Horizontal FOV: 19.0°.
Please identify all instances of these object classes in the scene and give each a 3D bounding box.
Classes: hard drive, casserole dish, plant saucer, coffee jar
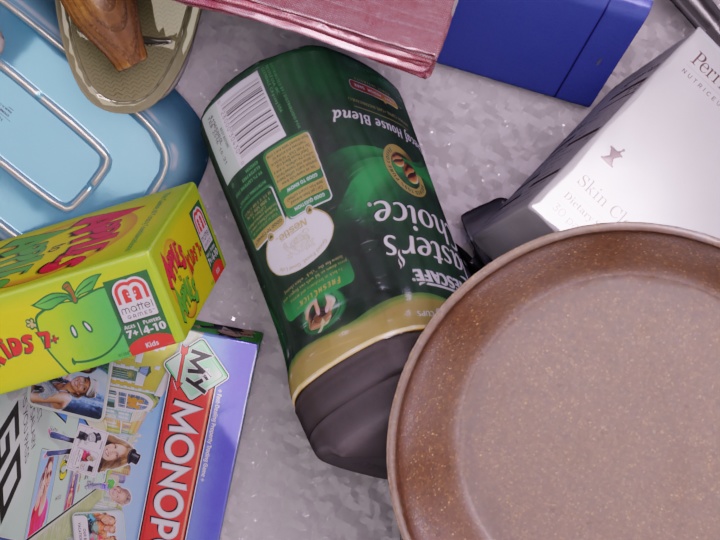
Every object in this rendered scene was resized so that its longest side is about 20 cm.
[{"bbox_3d":[0.028,-0.135,1.009,0.199,0.132,0.025,16,74,-2],"label":"hard drive"},{"bbox_3d":[-0.168,-0.074,1.070,0.200,0.039,0.121,40,99,-5],"label":"casserole dish"},{"bbox_3d":[0.112,0.076,0.891,0.200,0.037,0.201,2,102,9],"label":"plant saucer"},{"bbox_3d":[0.000,0.000,1.000,0.085,0.104,0.200,-33,61,23],"label":"coffee jar"}]

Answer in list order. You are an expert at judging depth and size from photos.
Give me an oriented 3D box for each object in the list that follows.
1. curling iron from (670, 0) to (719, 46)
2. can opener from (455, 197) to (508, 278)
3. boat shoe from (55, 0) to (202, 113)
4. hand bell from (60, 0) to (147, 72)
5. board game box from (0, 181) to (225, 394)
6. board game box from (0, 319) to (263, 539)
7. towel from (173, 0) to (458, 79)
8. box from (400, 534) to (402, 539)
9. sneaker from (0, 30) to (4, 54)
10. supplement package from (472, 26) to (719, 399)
[{"bbox_3d":[0.107,-0.179,1.039,0.200,0.026,0.050,44,90,0],"label":"curling iron"},{"bbox_3d":[0.091,0.064,1.077,0.078,0.063,0.200,-27,100,20],"label":"can opener"},{"bbox_3d":[-0.109,-0.177,1.031,0.074,0.068,0.201,1,99,0],"label":"boat shoe"},{"bbox_3d":[-0.149,-0.181,0.966,0.104,0.104,0.200,-26,101,6],"label":"hand bell"},{"bbox_3d":[-0.172,0.021,1.021,0.199,0.102,0.048,-17,106,13],"label":"board game box"},{"bbox_3d":[-0.135,0.116,1.111,0.134,0.029,0.201,12,101,0],"label":"board game box"},{"bbox_3d":[-0.010,-0.182,0.940,0.144,0.023,0.200,18,59,1],"label":"towel"},{"bbox_3d":[0.039,0.171,1.013,0.038,0.200,0.137,-3,121,1],"label":"box"},{"bbox_3d":[-0.210,-0.187,1.010,0.081,0.077,0.200,-26,82,-2],"label":"sneaker"},{"bbox_3d":[0.169,0.009,0.980,0.200,0.156,0.111,43,82,-2],"label":"supplement package"}]
